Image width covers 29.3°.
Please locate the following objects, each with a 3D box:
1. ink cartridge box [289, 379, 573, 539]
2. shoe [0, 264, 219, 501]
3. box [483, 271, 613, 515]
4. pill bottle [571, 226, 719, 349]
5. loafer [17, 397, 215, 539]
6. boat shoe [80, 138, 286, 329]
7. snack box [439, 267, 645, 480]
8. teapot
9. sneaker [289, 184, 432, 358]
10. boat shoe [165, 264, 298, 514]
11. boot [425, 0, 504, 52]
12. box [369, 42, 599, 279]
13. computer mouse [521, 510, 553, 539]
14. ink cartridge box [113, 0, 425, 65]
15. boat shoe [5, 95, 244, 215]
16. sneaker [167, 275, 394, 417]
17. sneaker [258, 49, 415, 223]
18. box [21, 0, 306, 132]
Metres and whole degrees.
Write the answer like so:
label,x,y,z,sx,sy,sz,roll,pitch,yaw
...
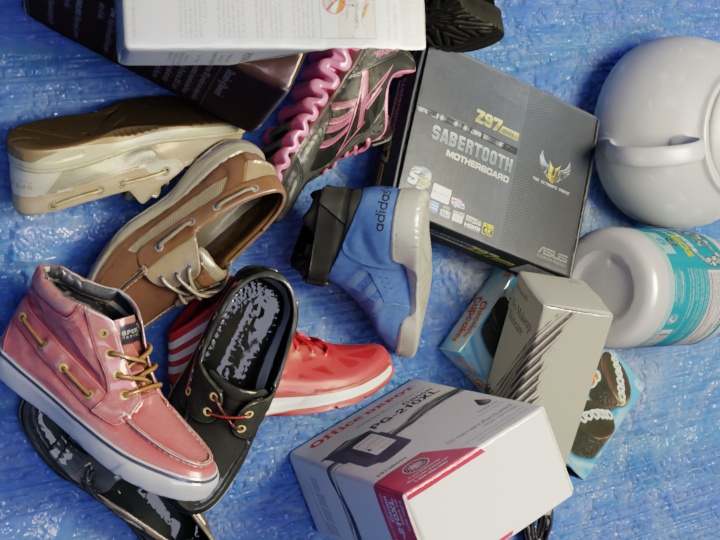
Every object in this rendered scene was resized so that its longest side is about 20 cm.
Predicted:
label,x,y,z,sx,sy,sz,roll,pitch,yaw
ink cartridge box,0.053,0.167,1.137,0.144,0.200,0.085,-28,105,-25
shoe,-0.176,0.080,1.005,0.091,0.200,0.071,-61,167,20
box,0.153,0.109,1.209,0.068,0.082,0.201,8,109,-14
pill bottle,0.282,0.016,1.297,0.200,0.110,0.111,1,94,-47
loafer,-0.181,0.159,1.076,0.072,0.063,0.200,-50,116,-17
boat shoe,-0.137,-0.012,1.056,0.200,0.072,0.076,-49,144,1
snack box,0.174,0.091,1.295,0.200,0.037,0.116,45,72,-25
teapot,0.321,-0.128,1.286,0.197,0.146,0.201,41,70,-34
sneaker,0.000,-0.001,1.154,0.111,0.200,0.077,8,57,9
boat shoe,-0.104,0.092,1.055,0.073,0.063,0.202,21,87,-11
boot,0.046,-0.276,1.112,0.211,0.079,0.159,15,66,-63
box,0.111,-0.093,1.212,0.199,0.051,0.158,21,72,-27
computer mouse,0.097,0.281,1.266,0.199,0.044,0.110,-7,103,-36
ink cartridge box,-0.061,-0.217,0.896,0.199,0.047,0.161,-2,86,-15
boat shoe,-0.177,-0.088,1.057,0.199,0.072,0.065,-17,125,-37
sneaker,-0.064,0.057,1.129,0.199,0.078,0.116,-12,102,-30
sneaker,-0.019,-0.118,1.135,0.095,0.079,0.201,33,79,-23
box,-0.119,-0.227,0.989,0.199,0.164,0.167,26,80,-9
